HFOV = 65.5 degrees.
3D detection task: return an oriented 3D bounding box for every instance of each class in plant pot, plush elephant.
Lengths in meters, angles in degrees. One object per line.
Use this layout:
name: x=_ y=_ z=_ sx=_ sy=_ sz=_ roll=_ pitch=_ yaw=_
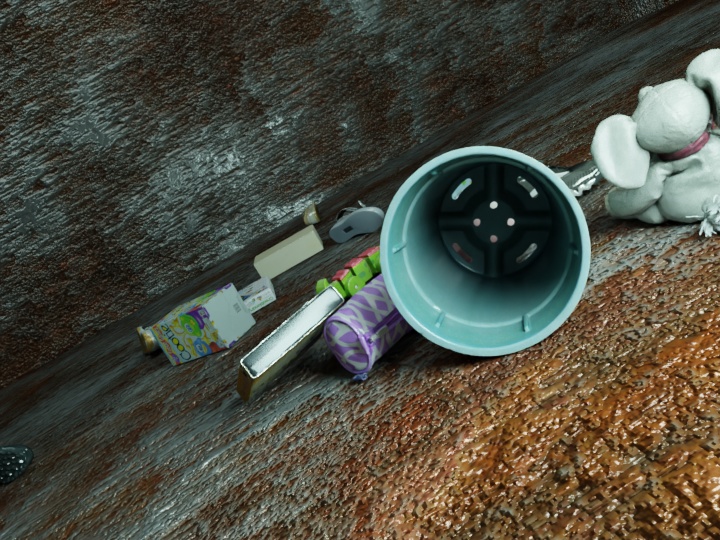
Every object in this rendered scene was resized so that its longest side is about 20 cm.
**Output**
plant pot: x=0.142 y=-0.038 z=0.619 sx=0.198 sy=0.203 sz=0.196 roll=-23 pitch=6 yaw=23
plush elephant: x=0.334 y=-0.135 z=0.596 sx=0.163 sy=0.156 sz=0.200 roll=-24 pitch=14 yaw=21

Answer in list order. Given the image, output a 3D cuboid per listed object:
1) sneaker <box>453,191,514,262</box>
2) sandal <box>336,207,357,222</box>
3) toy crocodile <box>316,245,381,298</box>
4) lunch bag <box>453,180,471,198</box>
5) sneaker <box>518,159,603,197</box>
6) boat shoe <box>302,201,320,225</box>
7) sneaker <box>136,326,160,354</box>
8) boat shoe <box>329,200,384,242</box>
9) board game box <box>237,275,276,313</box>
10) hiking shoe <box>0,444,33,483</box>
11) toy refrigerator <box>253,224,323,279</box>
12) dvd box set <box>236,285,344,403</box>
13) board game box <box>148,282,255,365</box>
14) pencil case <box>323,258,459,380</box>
sneaker: x=0.140 y=-0.052 z=0.823 sx=0.198 sy=0.106 sz=0.075 roll=-31 pitch=15 yaw=-2
sandal: x=-0.035 y=-0.158 z=1.681 sx=0.078 sy=0.060 sz=0.207 roll=-26 pitch=14 yaw=11
toy crocodile: x=0.000 y=0.000 z=1.021 sx=0.199 sy=0.062 sz=0.067 roll=-37 pitch=15 yaw=-30
lunch bag: x=0.171 y=-0.180 z=1.276 sx=0.159 sy=0.083 sz=0.200 roll=-15 pitch=20 yaw=44
sneaker: x=0.281 y=-0.141 z=0.879 sx=0.198 sy=0.091 sz=0.067 roll=-22 pitch=15 yaw=29
boat shoe: x=-0.203 y=-0.228 z=2.264 sx=0.068 sy=0.075 sz=0.200 roll=-22 pitch=14 yaw=2
sneaker: x=-0.566 y=0.187 z=1.556 sx=0.087 sy=0.077 sz=0.199 roll=-18 pitch=10 yaw=-28
boat shoe: x=0.001 y=-0.140 z=1.498 sx=0.201 sy=0.075 sz=0.087 roll=-24 pitch=29 yaw=49
board game box: x=-0.278 y=0.071 z=1.409 sx=0.125 sy=0.035 sz=0.200 roll=-30 pitch=13 yaw=-5
hiking shoe: x=-0.720 y=0.381 z=1.122 sx=0.198 sy=0.075 sz=0.087 roll=-25 pitch=14 yaw=20
toy refrigerator: x=-0.208 y=-0.048 z=1.633 sx=0.198 sy=0.071 sz=0.076 roll=-30 pitch=20 yaw=3
dvd box set: x=-0.099 y=0.103 z=0.739 sx=0.146 sy=0.029 sz=0.200 roll=-41 pitch=-7 yaw=-23
board game box: x=-0.346 y=0.120 z=1.221 sx=0.198 sy=0.106 sz=0.103 roll=-21 pitch=16 yaw=36
pencil case: x=0.040 y=0.046 z=0.713 sx=0.199 sy=0.085 sz=0.085 roll=-39 pitch=6 yaw=-37
